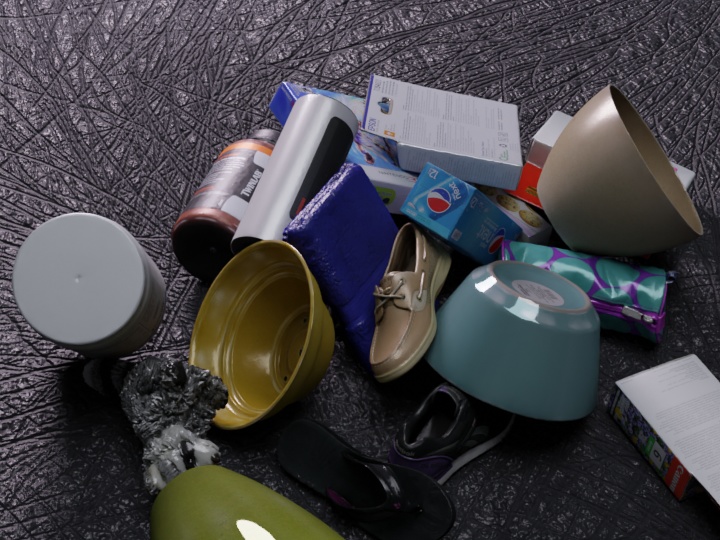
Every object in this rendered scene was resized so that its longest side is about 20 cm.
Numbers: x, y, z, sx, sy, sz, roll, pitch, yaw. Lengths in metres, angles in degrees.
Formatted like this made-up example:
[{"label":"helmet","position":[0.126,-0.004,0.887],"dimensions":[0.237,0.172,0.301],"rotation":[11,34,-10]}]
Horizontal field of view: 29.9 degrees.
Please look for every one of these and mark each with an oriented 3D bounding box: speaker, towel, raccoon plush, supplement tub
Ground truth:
[{"label":"speaker","position":[-0.071,-0.092,1.479],"dimensions":[0.081,0.081,0.200],"rotation":[17,62,10]},{"label":"towel","position":[0.000,0.000,1.453],"dimensions":[0.049,0.200,0.148],"rotation":[-13,26,38]},{"label":"raccoon plush","position":[-0.211,0.164,1.344],"dimensions":[0.200,0.097,0.134],"rotation":[-5,62,47]},{"label":"supplement tub","position":[-0.268,0.020,1.358],"dimensions":[0.131,0.200,0.132],"rotation":[0,82,-2]},{"label":"supplement tub","position":[-0.136,-0.081,1.566],"dimensions":[0.107,0.107,0.200],"rotation":[16,45,9]}]

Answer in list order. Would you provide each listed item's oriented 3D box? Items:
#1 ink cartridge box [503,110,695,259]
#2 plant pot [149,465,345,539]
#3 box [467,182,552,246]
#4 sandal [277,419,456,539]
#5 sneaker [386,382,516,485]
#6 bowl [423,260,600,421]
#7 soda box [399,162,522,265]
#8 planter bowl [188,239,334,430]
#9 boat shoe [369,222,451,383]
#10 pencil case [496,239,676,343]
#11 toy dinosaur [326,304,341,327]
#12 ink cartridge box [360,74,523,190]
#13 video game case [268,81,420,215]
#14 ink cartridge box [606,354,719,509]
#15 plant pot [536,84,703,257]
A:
[{"label":"ink cartridge box","position":[0.297,-0.111,1.670],"dimensions":[0.200,0.044,0.174],"rotation":[26,37,13]},{"label":"plant pot","position":[-0.105,0.265,1.180],"dimensions":[0.187,0.188,0.200],"rotation":[-18,34,-24]},{"label":"box","position":[0.155,-0.090,1.660],"dimensions":[0.041,0.039,0.200],"rotation":[-21,50,-30]},{"label":"sandal","position":[-0.003,0.209,1.302],"dimensions":[0.200,0.076,0.048],"rotation":[23,4,26]},{"label":"sneaker","position":[0.104,0.145,1.373],"dimensions":[0.076,0.088,0.200],"rotation":[30,48,23]},{"label":"bowl","position":[0.170,0.060,1.407],"dimensions":[0.200,0.105,0.201],"rotation":[17,20,-6]},{"label":"soda box","position":[0.117,-0.056,1.514],"dimensions":[0.068,0.200,0.064],"rotation":[31,91,24]},{"label":"planter bowl","position":[-0.086,0.076,1.395],"dimensions":[0.083,0.200,0.201],"rotation":[23,31,-39]},{"label":"boat shoe","position":[0.040,0.032,1.404],"dimensions":[0.071,0.065,0.200],"rotation":[-24,31,32]},{"label":"pencil case","position":[0.249,0.022,1.522],"dimensions":[0.199,0.085,0.092],"rotation":[10,21,5]},{"label":"toy dinosaur","position":[-0.026,-0.028,1.547],"dimensions":[0.102,0.077,0.200],"rotation":[-7,48,-24]},{"label":"ink cartridge box","position":[0.099,-0.173,1.668],"dimensions":[0.199,0.041,0.200],"rotation":[13,29,-2]},{"label":"video game case","position":[0.007,-0.146,1.643],"dimensions":[0.181,0.046,0.200],"rotation":[8,36,-41]},{"label":"ink cartridge box","position":[0.357,0.183,1.394],"dimensions":[0.109,0.050,0.200],"rotation":[-16,49,-23]},{"label":"plant pot","position":[0.283,-0.093,1.545],"dimensions":[0.134,0.200,0.201],"rotation":[-32,42,19]}]
